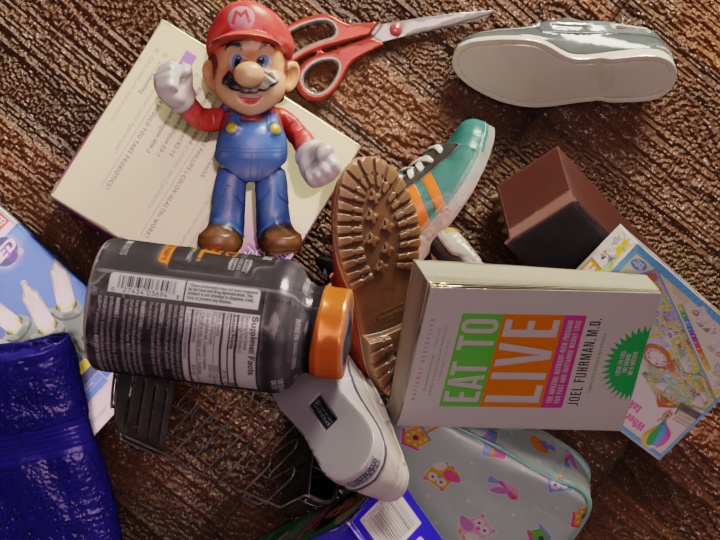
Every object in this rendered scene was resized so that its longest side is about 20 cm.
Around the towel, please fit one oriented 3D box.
[{"bbox_3d":[-0.286,0.157,1.294,0.147,0.050,0.201,-10,104,14],"label":"towel"}]

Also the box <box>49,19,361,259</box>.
[{"bbox_3d":[-0.131,-0.080,1.338,0.200,0.097,0.176,32,84,-4],"label":"box"}]

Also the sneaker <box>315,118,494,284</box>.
[{"bbox_3d":[0.039,-0.060,1.370,0.080,0.071,0.200,36,86,-9],"label":"sneaker"}]

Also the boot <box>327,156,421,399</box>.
[{"bbox_3d":[0.000,0.000,1.290,0.075,0.107,0.201,-15,109,-23],"label":"boot"}]

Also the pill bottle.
[{"bbox_3d":[-0.106,0.038,1.220,0.199,0.106,0.107,7,87,5],"label":"pill bottle"}]

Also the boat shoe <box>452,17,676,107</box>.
[{"bbox_3d":[0.181,-0.192,1.409,0.199,0.073,0.062,3,44,0],"label":"boat shoe"}]

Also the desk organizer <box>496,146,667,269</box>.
[{"bbox_3d":[0.204,-0.011,1.362,0.072,0.077,0.200,-33,128,21],"label":"desk organizer"}]

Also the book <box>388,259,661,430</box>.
[{"bbox_3d":[0.130,0.064,1.262,0.199,0.048,0.134,2,116,-17],"label":"book"}]

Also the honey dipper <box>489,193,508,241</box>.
[{"bbox_3d":[0.166,0.022,1.402,0.038,0.038,0.201,-21,93,-7],"label":"honey dipper"}]

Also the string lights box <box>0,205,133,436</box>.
[{"bbox_3d":[-0.272,0.044,1.333,0.200,0.059,0.103,42,84,-4],"label":"string lights box"}]

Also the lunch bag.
[{"bbox_3d":[0.084,0.191,1.344,0.199,0.077,0.161,28,116,-3],"label":"lunch bag"}]

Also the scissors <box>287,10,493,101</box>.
[{"bbox_3d":[0.017,-0.218,1.402,0.199,0.014,0.073,-27,89,-6],"label":"scissors"}]

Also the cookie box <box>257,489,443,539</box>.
[{"bbox_3d":[-0.002,0.279,1.290,0.171,0.200,0.075,54,44,-3],"label":"cookie box"}]

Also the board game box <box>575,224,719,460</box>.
[{"bbox_3d":[0.240,0.065,1.345,0.134,0.034,0.200,-46,125,10],"label":"board game box"}]

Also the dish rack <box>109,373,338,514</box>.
[{"bbox_3d":[-0.109,0.108,1.299,0.199,0.055,0.154,27,43,-25],"label":"dish rack"}]

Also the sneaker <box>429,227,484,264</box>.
[{"bbox_3d":[0.091,0.063,1.352,0.087,0.076,0.201,-23,109,0],"label":"sneaker"}]

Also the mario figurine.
[{"bbox_3d":[-0.090,-0.112,1.239,0.123,0.106,0.201,-6,97,-41],"label":"mario figurine"}]

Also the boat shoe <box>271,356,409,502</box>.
[{"bbox_3d":[-0.013,0.112,1.261,0.071,0.200,0.070,-46,128,7],"label":"boat shoe"}]
